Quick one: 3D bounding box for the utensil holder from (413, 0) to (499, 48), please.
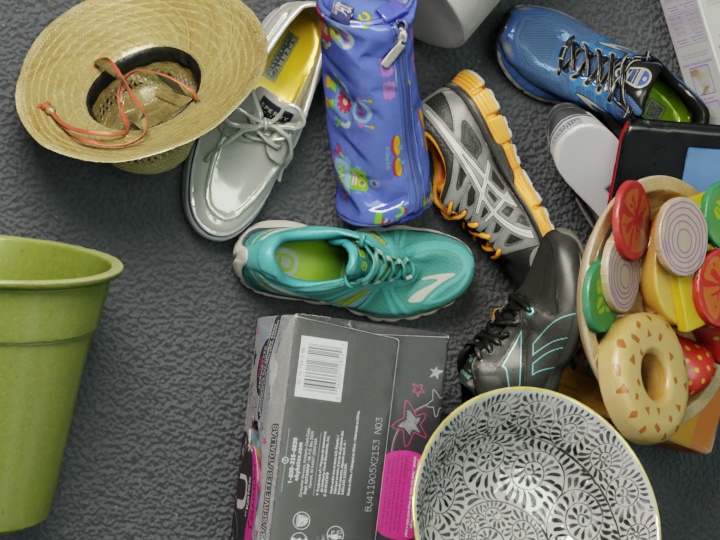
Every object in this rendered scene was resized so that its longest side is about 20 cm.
[{"bbox_3d":[0.077,-0.299,1.597,0.170,0.170,0.200,40,77,-13],"label":"utensil holder"}]

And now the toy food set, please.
[{"bbox_3d":[0.235,0.022,1.577,0.199,0.048,0.199,-20,102,-41],"label":"toy food set"}]

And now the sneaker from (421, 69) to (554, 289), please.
[{"bbox_3d":[0.099,-0.057,1.650,0.077,0.078,0.201,-26,91,-8],"label":"sneaker"}]

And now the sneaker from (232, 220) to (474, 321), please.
[{"bbox_3d":[0.000,0.000,1.605,0.199,0.080,0.078,2,87,-20],"label":"sneaker"}]

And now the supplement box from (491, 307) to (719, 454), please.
[{"bbox_3d":[0.197,0.089,1.678,0.199,0.069,0.067,21,81,-19],"label":"supplement box"}]

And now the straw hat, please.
[{"bbox_3d":[-0.160,-0.122,1.548,0.200,0.201,0.085,-29,139,-18],"label":"straw hat"}]

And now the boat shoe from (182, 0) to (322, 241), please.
[{"bbox_3d":[-0.071,-0.118,1.581,0.074,0.086,0.203,30,79,-15],"label":"boat shoe"}]

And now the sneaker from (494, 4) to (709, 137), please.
[{"bbox_3d":[0.202,-0.162,1.676,0.199,0.089,0.079,24,79,-17],"label":"sneaker"}]

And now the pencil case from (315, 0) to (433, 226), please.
[{"bbox_3d":[0.013,-0.128,1.570,0.078,0.087,0.201,-24,127,-26],"label":"pencil case"}]

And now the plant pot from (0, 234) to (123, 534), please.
[{"bbox_3d":[-0.276,0.081,1.467,0.199,0.200,0.191,3,100,-19],"label":"plant pot"}]

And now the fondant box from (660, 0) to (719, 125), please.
[{"bbox_3d":[0.348,-0.162,1.735,0.144,0.058,0.201,-19,93,-26],"label":"fondant box"}]

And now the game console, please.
[{"bbox_3d":[0.290,-0.030,1.657,0.199,0.031,0.178,3,113,-14],"label":"game console"}]

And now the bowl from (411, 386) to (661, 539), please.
[{"bbox_3d":[0.114,0.196,1.521,0.199,0.094,0.202,8,66,-18],"label":"bowl"}]

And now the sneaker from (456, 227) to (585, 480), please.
[{"bbox_3d":[0.121,0.062,1.580,0.079,0.075,0.201,13,93,-13],"label":"sneaker"}]

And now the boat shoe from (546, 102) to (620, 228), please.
[{"bbox_3d":[0.213,-0.056,1.687,0.072,0.068,0.200,-37,117,10],"label":"boat shoe"}]

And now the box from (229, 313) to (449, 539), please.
[{"bbox_3d":[-0.020,0.140,1.575,0.131,0.115,0.201,8,84,-17],"label":"box"}]
